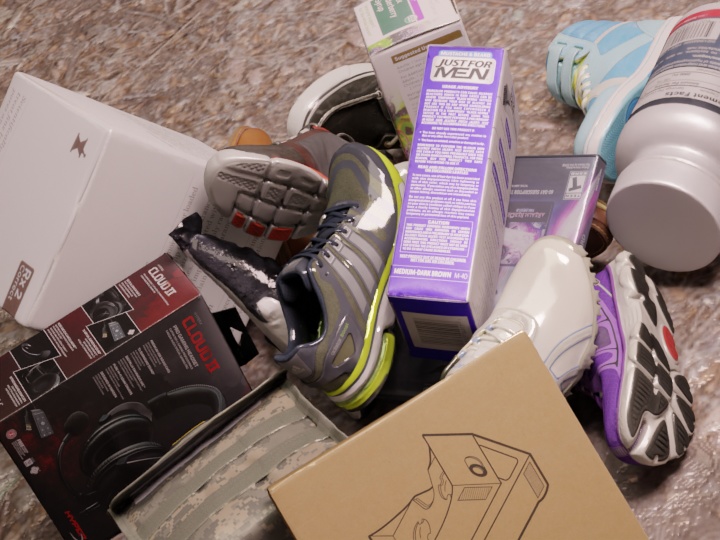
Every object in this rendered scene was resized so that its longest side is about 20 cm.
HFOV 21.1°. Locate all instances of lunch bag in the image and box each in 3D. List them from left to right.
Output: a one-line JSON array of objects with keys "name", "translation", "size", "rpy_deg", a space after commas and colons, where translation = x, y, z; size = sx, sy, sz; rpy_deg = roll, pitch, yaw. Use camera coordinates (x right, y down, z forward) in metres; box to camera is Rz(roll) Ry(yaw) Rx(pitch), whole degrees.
[{"name": "lunch bag", "translation": [-0.082, 0.162, 1.355], "size": [0.164, 0.118, 0.200], "rpy_deg": [-37, 30, -9]}]

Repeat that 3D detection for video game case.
[{"name": "video game case", "translation": [0.096, 0.007, 1.430], "size": [0.142, 0.019, 0.201], "rpy_deg": [1, 65, 38]}]

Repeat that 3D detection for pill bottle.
[{"name": "pill bottle", "translation": [0.260, -0.099, 1.470], "size": [0.119, 0.120, 0.200], "rpy_deg": [2, 45, 32]}]

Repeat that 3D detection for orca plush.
[{"name": "orca plush", "translation": [-0.050, 0.019, 1.454], "size": [0.200, 0.105, 0.071], "rpy_deg": [42, 80, 10]}]

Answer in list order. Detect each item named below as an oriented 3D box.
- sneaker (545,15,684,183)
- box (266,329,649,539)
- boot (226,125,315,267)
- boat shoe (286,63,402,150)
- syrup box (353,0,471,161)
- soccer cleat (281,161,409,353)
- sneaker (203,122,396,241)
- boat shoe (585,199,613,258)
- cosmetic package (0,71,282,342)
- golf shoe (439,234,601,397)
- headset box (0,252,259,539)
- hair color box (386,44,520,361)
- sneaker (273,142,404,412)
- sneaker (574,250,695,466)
[{"name": "sneaker", "translation": [0.193, -0.140, 1.597], "size": [0.130, 0.080, 0.200], "rpy_deg": [7, 38, 34]}, {"name": "box", "translation": [0.063, 0.159, 1.252], "size": [0.199, 0.164, 0.021], "rpy_deg": [-31, -2, -7]}, {"name": "boot", "translation": [-0.032, -0.065, 1.640], "size": [0.154, 0.074, 0.201], "rpy_deg": [-18, 48, 10]}, {"name": "boat shoe", "translation": [0.030, -0.138, 1.650], "size": [0.199, 0.071, 0.064], "rpy_deg": [-18, 40, -34]}, {"name": "syrup box", "translation": [0.065, -0.126, 1.547], "size": [0.081, 0.201, 0.079], "rpy_deg": [-22, 37, 3]}, {"name": "soccer cleat", "translation": [0.000, 0.000, 1.489], "size": [0.200, 0.069, 0.078], "rpy_deg": [-51, 46, 31]}, {"name": "sneaker", "translation": [-0.045, -0.075, 1.508], "size": [0.077, 0.199, 0.082], "rpy_deg": [-48, 50, 32]}, {"name": "boat shoe", "translation": [0.104, -0.007, 1.493], "size": [0.199, 0.072, 0.068], "rpy_deg": [-12, 45, 28]}, {"name": "cosmetic package", "translation": [-0.192, -0.034, 1.539], "size": [0.165, 0.199, 0.166], "rpy_deg": [31, 98, 48]}, {"name": "golf shoe", "translation": [0.100, 0.066, 1.313], "size": [0.078, 0.097, 0.201], "rpy_deg": [14, 83, 36]}, {"name": "headset box", "translation": [-0.170, 0.096, 1.455], "size": [0.199, 0.149, 0.077], "rpy_deg": [-31, 37, -10]}, {"name": "hair color box", "translation": [0.069, -0.048, 1.386], "size": [0.064, 0.109, 0.201], "rpy_deg": [6, 66, 13]}, {"name": "sneaker", "translation": [-0.016, -0.005, 1.385], "size": [0.074, 0.081, 0.201], "rpy_deg": [-24, 54, 44]}, {"name": "sneaker", "translation": [0.181, 0.073, 1.363], "size": [0.083, 0.081, 0.200], "rpy_deg": [-31, 26, 20]}]
